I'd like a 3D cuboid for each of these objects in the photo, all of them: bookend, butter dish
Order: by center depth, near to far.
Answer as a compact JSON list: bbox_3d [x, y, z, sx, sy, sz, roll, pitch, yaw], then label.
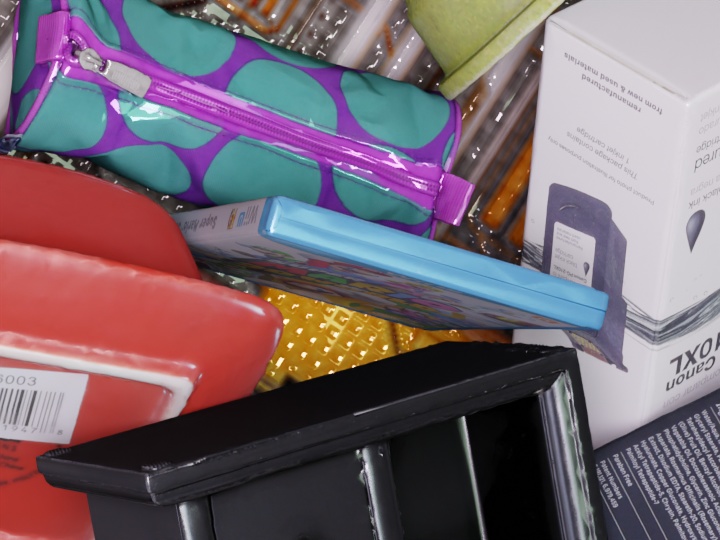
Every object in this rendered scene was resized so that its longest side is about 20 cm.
[{"bbox_3d":[-0.003,0.145,1.020,0.200,0.092,0.199,-13,98,-32],"label":"bookend"},{"bbox_3d":[-0.155,0.019,1.080,0.200,0.148,0.200,11,136,-21],"label":"butter dish"}]

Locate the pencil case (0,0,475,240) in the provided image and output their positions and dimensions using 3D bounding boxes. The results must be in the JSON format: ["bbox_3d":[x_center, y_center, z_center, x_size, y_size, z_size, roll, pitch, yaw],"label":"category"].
[{"bbox_3d":[-0.056,-0.064,1.123,0.200,0.092,0.085,17,89,-18],"label":"pencil case"}]

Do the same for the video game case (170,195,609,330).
[{"bbox_3d":[0.000,0.000,1.088,0.143,0.200,0.018,17,83,-17],"label":"video game case"}]

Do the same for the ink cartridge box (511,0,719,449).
[{"bbox_3d":[0.146,-0.031,1.123,0.145,0.084,0.200,-28,138,-34],"label":"ink cartridge box"}]

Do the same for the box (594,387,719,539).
[{"bbox_3d":[0.211,0.133,1.114,0.182,0.104,0.200,-28,133,2],"label":"box"}]

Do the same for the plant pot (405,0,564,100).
[{"bbox_3d":[0.046,-0.207,1.103,0.200,0.200,0.184,-45,94,-9],"label":"plant pot"}]
